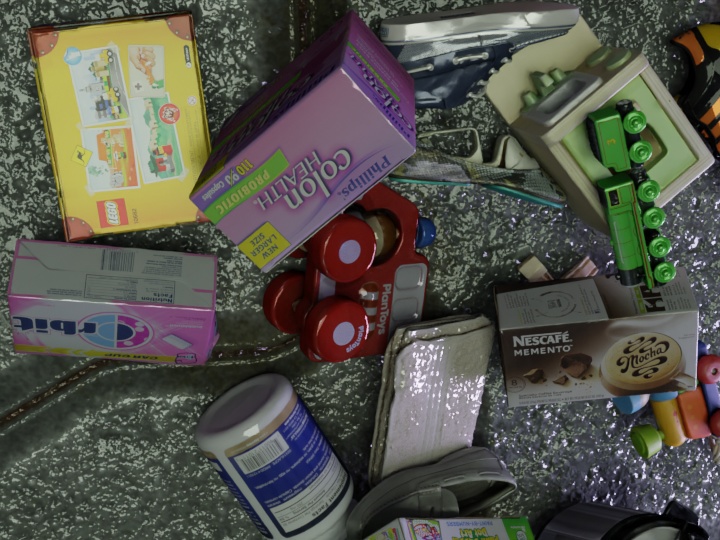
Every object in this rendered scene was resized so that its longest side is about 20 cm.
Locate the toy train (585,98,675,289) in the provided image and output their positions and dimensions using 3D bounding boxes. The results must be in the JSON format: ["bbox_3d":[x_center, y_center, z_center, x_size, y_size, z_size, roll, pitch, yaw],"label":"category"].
[{"bbox_3d":[0.262,-0.068,0.976,0.056,0.042,0.200,-16,112,3],"label":"toy train"}]

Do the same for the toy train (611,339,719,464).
[{"bbox_3d":[0.361,0.182,1.144,0.116,0.085,0.200,-24,109,-11],"label":"toy train"}]

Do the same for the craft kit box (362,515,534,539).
[{"bbox_3d":[0.053,0.319,1.065,0.197,0.049,0.200,13,138,-39],"label":"craft kit box"}]

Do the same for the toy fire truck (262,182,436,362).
[{"bbox_3d":[0.000,0.000,1.035,0.168,0.112,0.200,-4,108,-34],"label":"toy fire truck"}]

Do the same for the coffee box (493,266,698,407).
[{"bbox_3d":[0.247,0.071,1.060,0.200,0.080,0.113,-6,126,7],"label":"coffee box"}]

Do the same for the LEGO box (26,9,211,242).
[{"bbox_3d":[-0.221,-0.140,0.959,0.149,0.077,0.200,-8,107,-8],"label":"LEGO box"}]

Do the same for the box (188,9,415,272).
[{"bbox_3d":[-0.046,-0.124,0.910,0.176,0.200,0.097,-37,111,20],"label":"box"}]

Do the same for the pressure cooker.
[{"bbox_3d":[0.297,0.353,1.106,0.179,0.200,0.176,-11,87,-21],"label":"pressure cooker"}]

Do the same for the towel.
[{"bbox_3d":[0.078,0.143,1.082,0.132,0.034,0.200,-9,118,-32],"label":"towel"}]

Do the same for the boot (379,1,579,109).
[{"bbox_3d":[0.121,-0.217,1.011,0.200,0.073,0.090,-6,113,0],"label":"boot"}]

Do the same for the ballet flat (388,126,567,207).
[{"bbox_3d":[0.127,-0.111,1.035,0.200,0.072,0.072,8,104,-13],"label":"ballet flat"}]

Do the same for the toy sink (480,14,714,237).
[{"bbox_3d":[0.240,-0.151,1.021,0.130,0.112,0.200,-40,108,2],"label":"toy sink"}]

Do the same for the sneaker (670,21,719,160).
[{"bbox_3d":[0.378,-0.166,1.073,0.090,0.070,0.200,-9,107,8],"label":"sneaker"}]

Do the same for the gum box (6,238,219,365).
[{"bbox_3d":[-0.235,0.034,0.982,0.200,0.066,0.114,5,146,-12],"label":"gum box"}]

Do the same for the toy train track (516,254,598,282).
[{"bbox_3d":[0.247,0.062,1.124,0.115,0.033,0.200,-42,109,3],"label":"toy train track"}]

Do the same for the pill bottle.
[{"bbox_3d":[-0.078,0.219,1.066,0.116,0.116,0.200,-31,109,-1],"label":"pill bottle"}]

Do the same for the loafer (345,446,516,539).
[{"bbox_3d":[0.078,0.247,1.068,0.200,0.070,0.070,-21,122,-27],"label":"loafer"}]
